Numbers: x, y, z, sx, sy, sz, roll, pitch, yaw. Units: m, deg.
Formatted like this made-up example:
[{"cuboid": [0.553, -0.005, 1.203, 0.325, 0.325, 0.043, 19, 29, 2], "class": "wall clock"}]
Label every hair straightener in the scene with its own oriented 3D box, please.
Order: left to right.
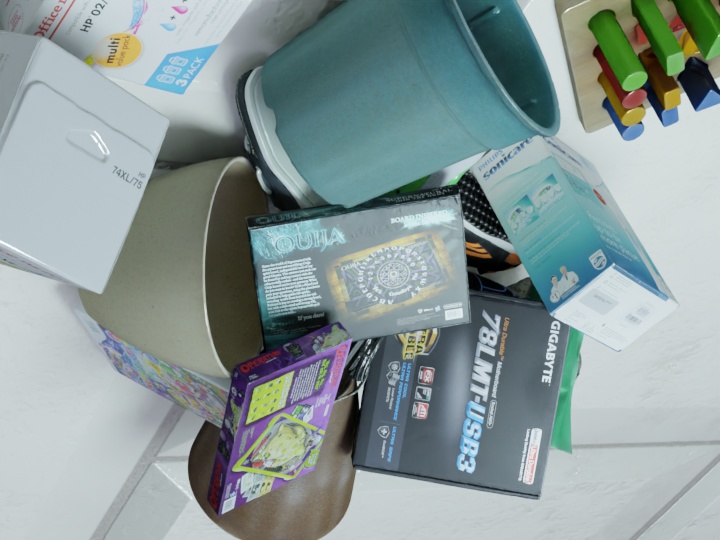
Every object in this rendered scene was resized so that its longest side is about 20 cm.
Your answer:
[{"cuboid": [0.013, 0.061, 1.489, 0.077, 0.041, 0.201, 16, 106, -34], "class": "hair straightener"}]

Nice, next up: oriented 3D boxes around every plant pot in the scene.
[{"cuboid": [-0.075, 0.160, 1.619, 0.185, 0.188, 0.201, -6, 141, -23], "class": "plant pot"}, {"cuboid": [0.035, -0.161, 1.290, 0.195, 0.202, 0.200, -26, 148, 22], "class": "plant pot"}]

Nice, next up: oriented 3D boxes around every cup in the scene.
[{"cuboid": [-0.175, -0.004, 1.403, 0.142, 0.202, 0.201, 2, 150, 14], "class": "cup"}]

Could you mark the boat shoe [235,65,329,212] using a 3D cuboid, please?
[{"cuboid": [-0.074, -0.106, 1.399, 0.060, 0.076, 0.201, 10, 142, 34], "class": "boat shoe"}]

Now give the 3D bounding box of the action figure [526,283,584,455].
[{"cuboid": [0.194, 0.082, 1.626, 0.117, 0.202, 0.055, 20, 171, -14], "class": "action figure"}]

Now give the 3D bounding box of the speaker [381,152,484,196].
[{"cuboid": [0.039, -0.089, 1.472, 0.088, 0.089, 0.200, 13, 133, -41], "class": "speaker"}]

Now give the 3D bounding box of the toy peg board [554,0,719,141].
[{"cuboid": [0.305, -0.201, 1.457, 0.199, 0.098, 0.200, -23, 147, 2], "class": "toy peg board"}]

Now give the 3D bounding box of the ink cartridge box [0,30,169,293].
[{"cuboid": [-0.277, -0.090, 1.147, 0.146, 0.199, 0.147, 32, 75, -51], "class": "ink cartridge box"}]

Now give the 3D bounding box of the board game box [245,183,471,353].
[{"cuboid": [0.000, 0.000, 1.418, 0.198, 0.028, 0.136, -9, 116, -6], "class": "board game box"}]

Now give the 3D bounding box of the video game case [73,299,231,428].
[{"cuboid": [-0.181, 0.105, 1.509, 0.018, 0.199, 0.143, -56, 157, -20], "class": "video game case"}]

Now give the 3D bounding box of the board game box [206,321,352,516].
[{"cuboid": [-0.078, 0.141, 1.440, 0.119, 0.032, 0.201, -18, 143, -31], "class": "board game box"}]

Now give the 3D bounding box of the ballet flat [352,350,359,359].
[{"cuboid": [0.004, 0.074, 1.704, 0.199, 0.068, 0.064, -31, 139, 13], "class": "ballet flat"}]

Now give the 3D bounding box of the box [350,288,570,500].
[{"cuboid": [0.103, 0.118, 1.561, 0.197, 0.202, 0.050, 11, -177, -1], "class": "box"}]

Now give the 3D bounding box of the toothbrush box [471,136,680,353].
[{"cuboid": [0.215, -0.035, 1.545, 0.085, 0.201, 0.146, -40, 142, 19], "class": "toothbrush box"}]

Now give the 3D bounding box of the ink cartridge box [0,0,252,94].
[{"cuboid": [-0.198, -0.214, 1.173, 0.199, 0.068, 0.115, 10, 135, -39], "class": "ink cartridge box"}]

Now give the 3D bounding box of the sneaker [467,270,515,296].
[{"cuboid": [0.072, 0.017, 1.614, 0.198, 0.071, 0.078, 7, 146, -3], "class": "sneaker"}]

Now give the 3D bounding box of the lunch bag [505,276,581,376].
[{"cuboid": [0.135, 0.117, 1.736, 0.167, 0.140, 0.200, -23, 161, -25], "class": "lunch bag"}]

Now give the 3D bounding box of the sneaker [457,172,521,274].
[{"cuboid": [0.103, -0.042, 1.593, 0.090, 0.070, 0.199, -30, 144, 29], "class": "sneaker"}]
